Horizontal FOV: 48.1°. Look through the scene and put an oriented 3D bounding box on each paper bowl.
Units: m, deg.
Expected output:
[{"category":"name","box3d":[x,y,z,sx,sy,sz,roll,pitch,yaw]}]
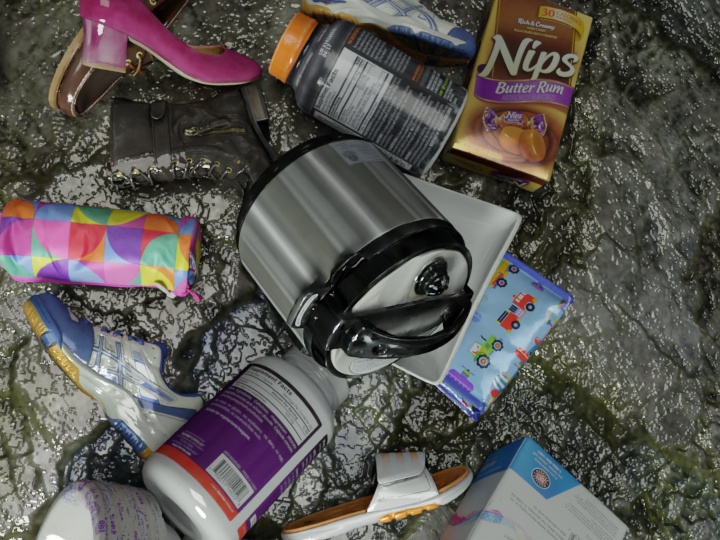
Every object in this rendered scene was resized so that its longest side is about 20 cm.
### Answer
[{"category":"paper bowl","box3d":[-0.225,0.294,0.717,0.104,0.200,0.202,18,80,-33]}]

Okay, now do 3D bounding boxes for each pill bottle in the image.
[{"category":"pill bottle","box3d":[-0.103,0.161,0.775,0.113,0.112,0.200,48,58,-1]},{"category":"pill bottle","box3d":[0.004,-0.192,0.852,0.199,0.106,0.107,29,80,-4]}]

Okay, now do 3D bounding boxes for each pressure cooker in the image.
[{"category":"pressure cooker","box3d":[0.001,-0.002,0.725,0.175,0.179,0.200,-37,61,-9]}]

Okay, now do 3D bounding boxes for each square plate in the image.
[{"category":"square plate","box3d":[0.037,-0.004,0.834,0.199,0.028,0.199,22,72,22]}]

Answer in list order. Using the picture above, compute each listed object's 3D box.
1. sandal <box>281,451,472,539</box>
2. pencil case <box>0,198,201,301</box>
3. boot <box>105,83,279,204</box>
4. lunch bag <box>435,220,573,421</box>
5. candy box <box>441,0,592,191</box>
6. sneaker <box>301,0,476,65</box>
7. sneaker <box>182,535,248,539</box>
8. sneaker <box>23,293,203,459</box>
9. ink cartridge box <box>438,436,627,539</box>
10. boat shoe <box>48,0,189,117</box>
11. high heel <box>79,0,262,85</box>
[{"category":"sandal","box3d":[0.014,0.220,0.818,0.205,0.079,0.060,-15,88,-8]},{"category":"pencil case","box3d":[-0.254,-0.021,0.805,0.198,0.088,0.089,7,82,-6]},{"category":"boot","box3d":[-0.171,-0.105,0.829,0.173,0.069,0.201,-12,64,-9]},{"category":"lunch bag","box3d":[0.096,0.034,0.859,0.200,0.094,0.151,39,80,14]},{"category":"candy box","box3d":[0.175,-0.204,0.905,0.116,0.056,0.202,17,80,-5]},{"category":"sneaker","box3d":[0.038,-0.290,0.885,0.198,0.075,0.089,17,81,-7]},{"category":"sneaker","box3d":[-0.104,0.345,0.777,0.199,0.081,0.147,21,74,-1]},{"category":"sneaker","box3d":[-0.241,0.090,0.798,0.088,0.075,0.200,-43,99,-20]},{"category":"ink cartridge box","box3d":[0.153,0.292,0.793,0.144,0.085,0.200,42,55,-2]},{"category":"boat shoe","box3d":[-0.244,-0.240,0.838,0.070,0.070,0.201,30,80,-3]},{"category":"high heel","box3d":[-0.183,-0.244,0.813,0.199,0.067,0.097,0,111,-32]}]
